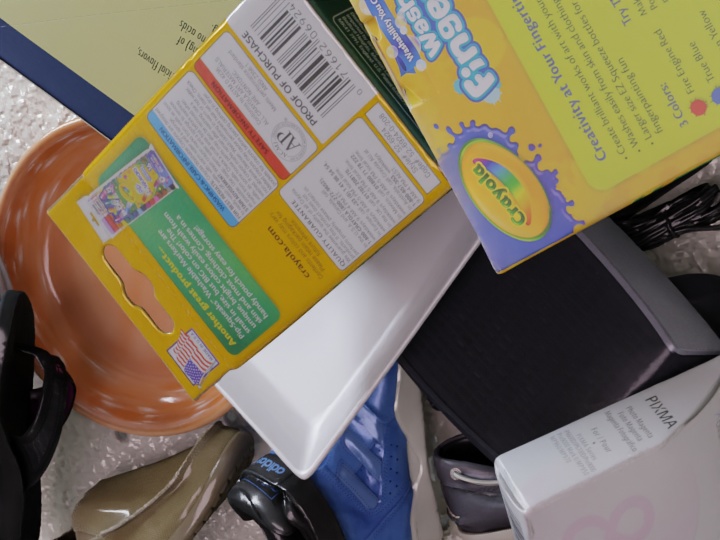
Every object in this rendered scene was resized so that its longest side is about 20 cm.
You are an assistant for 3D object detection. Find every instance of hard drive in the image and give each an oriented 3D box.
[{"bbox_3d":[0.075,0.018,0.857,0.135,0.042,0.200,-50,61,13],"label":"hard drive"}]

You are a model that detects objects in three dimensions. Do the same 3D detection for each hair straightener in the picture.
[{"bbox_3d":[0.145,-0.023,0.883,0.198,0.041,0.078,-25,68,20],"label":"hair straightener"}]

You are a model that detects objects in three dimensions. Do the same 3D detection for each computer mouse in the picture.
[{"bbox_3d":[0.117,0.049,0.898,0.199,0.058,0.034,-26,63,38],"label":"computer mouse"}]

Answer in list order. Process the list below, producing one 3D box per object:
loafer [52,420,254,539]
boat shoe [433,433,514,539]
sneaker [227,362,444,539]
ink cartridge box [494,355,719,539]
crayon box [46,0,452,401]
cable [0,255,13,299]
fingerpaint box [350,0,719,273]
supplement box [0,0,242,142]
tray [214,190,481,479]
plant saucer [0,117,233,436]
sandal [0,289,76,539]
[{"bbox_3d":[-0.142,0.156,1.042,0.067,0.076,0.200,44,116,0],"label":"loafer"},{"bbox_3d":[0.126,0.098,0.908,0.199,0.073,0.063,-23,105,32],"label":"boat shoe"},{"bbox_3d":[-0.025,0.094,0.945,0.076,0.110,0.202,10,114,59],"label":"sneaker"},{"bbox_3d":[0.175,0.120,0.820,0.198,0.057,0.164,-21,126,-2],"label":"ink cartridge box"},{"bbox_3d":[-0.049,-0.043,0.801,0.200,0.052,0.126,-39,89,35],"label":"crayon box"},{"bbox_3d":[-0.305,0.016,1.060,0.198,0.069,0.203,-5,101,39],"label":"cable"},{"bbox_3d":[0.086,-0.129,0.692,0.166,0.073,0.201,-29,91,26],"label":"fingerpaint box"},{"bbox_3d":[-0.069,-0.166,0.888,0.199,0.134,0.201,36,115,12],"label":"supplement box"},{"bbox_3d":[0.000,0.000,0.867,0.107,0.022,0.201,43,104,32],"label":"tray"},{"bbox_3d":[-0.134,0.001,1.017,0.198,0.037,0.203,7,108,22],"label":"plant saucer"},{"bbox_3d":[-0.199,0.098,1.024,0.047,0.076,0.202,5,122,2],"label":"sandal"}]
